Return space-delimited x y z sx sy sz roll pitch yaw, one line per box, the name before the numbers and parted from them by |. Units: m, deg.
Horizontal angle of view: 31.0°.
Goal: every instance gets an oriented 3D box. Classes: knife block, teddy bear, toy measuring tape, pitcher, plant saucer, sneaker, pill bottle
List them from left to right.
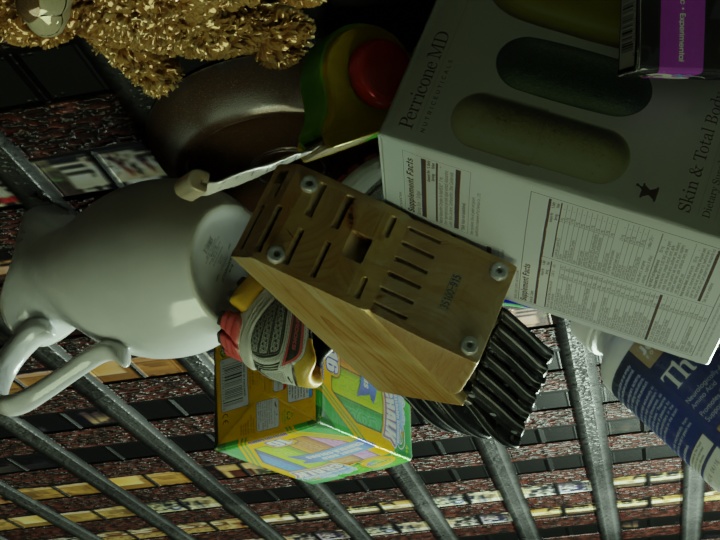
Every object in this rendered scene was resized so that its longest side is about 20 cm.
pitcher | -0.169 0.023 0.894 0.199 0.173 0.121 -5 147 37
teddy bear | -0.111 -0.149 0.703 0.199 0.067 0.145 13 148 -32
plant saucer | -0.049 -0.082 0.898 0.198 0.032 0.200 -2 155 -1
toy measuring tape | -0.031 -0.101 0.765 0.199 0.074 0.074 -23 167 -33
sneaker | 0.000 0.000 0.855 0.082 0.200 0.078 32 158 27
knife block | 0.022 0.034 0.778 0.199 0.064 0.176 25 158 2
pill bottle | 0.272 0.085 1.081 0.111 0.200 0.111 -31 147 -23

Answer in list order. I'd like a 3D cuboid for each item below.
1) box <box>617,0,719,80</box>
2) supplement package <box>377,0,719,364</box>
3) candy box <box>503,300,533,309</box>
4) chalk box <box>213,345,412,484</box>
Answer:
box | 0.226 -0.163 0.629 0.198 0.144 0.036 1 -177 -6
supplement package | 0.130 -0.070 0.725 0.199 0.153 0.151 18 158 12
candy box | 0.200 -0.006 0.963 0.198 0.078 0.169 1 -179 -10
chalk box | -0.030 0.122 1.222 0.123 0.125 0.200 -18 152 30
